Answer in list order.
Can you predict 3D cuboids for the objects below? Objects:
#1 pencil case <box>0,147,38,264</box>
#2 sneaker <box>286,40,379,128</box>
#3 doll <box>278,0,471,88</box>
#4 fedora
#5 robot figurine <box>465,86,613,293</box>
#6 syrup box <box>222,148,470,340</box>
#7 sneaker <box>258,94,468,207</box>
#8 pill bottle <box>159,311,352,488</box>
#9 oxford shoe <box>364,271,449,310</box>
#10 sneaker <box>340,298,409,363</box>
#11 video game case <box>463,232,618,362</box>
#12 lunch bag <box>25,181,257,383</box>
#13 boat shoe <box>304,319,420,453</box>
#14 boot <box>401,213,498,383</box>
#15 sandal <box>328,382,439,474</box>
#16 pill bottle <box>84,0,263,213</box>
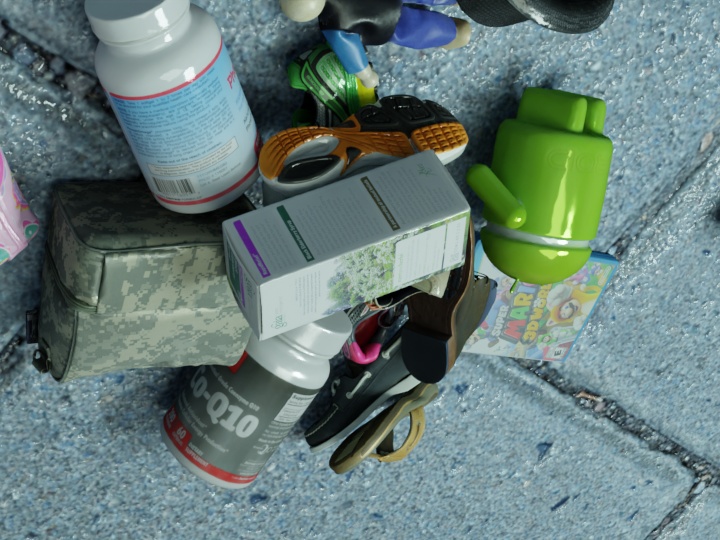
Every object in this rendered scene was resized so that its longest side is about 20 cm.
[{"bbox_3d":[-0.335,-0.093,1.203,0.087,0.088,0.201,-24,133,-10],"label":"pencil case"},{"bbox_3d":[-0.022,-0.123,1.365,0.085,0.078,0.201,-17,122,-7],"label":"sneaker"},{"bbox_3d":[0.015,-0.227,1.275,0.199,0.048,0.137,-2,104,-41],"label":"doll"},{"bbox_3d":[0.136,-0.276,1.290,0.200,0.201,0.091,21,146,-38],"label":"fedora"},{"bbox_3d":[0.183,-0.077,1.449,0.175,0.115,0.201,-6,108,-56],"label":"robot figurine"},{"bbox_3d":[-0.012,-0.023,1.245,0.199,0.082,0.079,-20,145,-16],"label":"syrup box"},{"bbox_3d":[-0.001,-0.093,1.311,0.199,0.076,0.092,-14,148,-18],"label":"sneaker"},{"bbox_3d":[-0.103,0.109,1.460,0.114,0.114,0.200,22,112,-38],"label":"pill bottle"},{"bbox_3d":[0.000,0.000,1.391,0.070,0.199,0.075,16,74,-45],"label":"oxford shoe"},{"bbox_3d":[0.026,0.001,1.474,0.080,0.075,0.201,3,122,-30],"label":"sneaker"},{"bbox_3d":[0.177,0.033,1.617,0.199,0.018,0.144,8,120,-32],"label":"video game case"},{"bbox_3d":[-0.192,0.018,1.324,0.199,0.139,0.168,-3,119,-28],"label":"lunch bag"},{"bbox_3d":[0.007,0.120,1.566,0.200,0.076,0.060,-40,94,17],"label":"boat shoe"},{"bbox_3d":[0.092,0.007,1.456,0.097,0.074,0.201,-38,145,-50],"label":"boot"},{"bbox_3d":[0.038,0.171,1.556,0.080,0.054,0.200,-38,175,31],"label":"sandal"},{"bbox_3d":[-0.158,-0.154,1.236,0.108,0.109,0.200,-26,133,-8],"label":"pill bottle"}]
